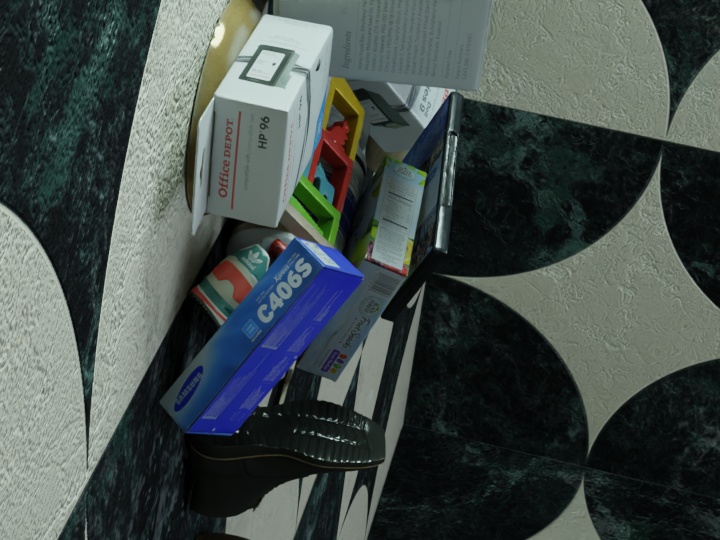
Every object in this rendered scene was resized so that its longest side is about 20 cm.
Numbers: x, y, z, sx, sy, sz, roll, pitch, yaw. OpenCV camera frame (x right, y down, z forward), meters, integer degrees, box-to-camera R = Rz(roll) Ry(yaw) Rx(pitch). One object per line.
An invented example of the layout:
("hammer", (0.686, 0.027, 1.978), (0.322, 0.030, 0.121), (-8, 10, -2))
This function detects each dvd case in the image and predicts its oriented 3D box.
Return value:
("dvd case", (0.063, -0.065, 1.722), (0.143, 0.017, 0.202), (127, -24, -53))

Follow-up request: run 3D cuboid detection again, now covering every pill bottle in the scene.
("pill bottle", (-0.057, -0.080, 1.717), (0.116, 0.115, 0.201), (91, 13, -58))

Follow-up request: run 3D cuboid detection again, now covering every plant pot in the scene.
("plant pot", (-0.114, -0.145, 1.511), (0.200, 0.027, 0.202), (13, 90, -83))

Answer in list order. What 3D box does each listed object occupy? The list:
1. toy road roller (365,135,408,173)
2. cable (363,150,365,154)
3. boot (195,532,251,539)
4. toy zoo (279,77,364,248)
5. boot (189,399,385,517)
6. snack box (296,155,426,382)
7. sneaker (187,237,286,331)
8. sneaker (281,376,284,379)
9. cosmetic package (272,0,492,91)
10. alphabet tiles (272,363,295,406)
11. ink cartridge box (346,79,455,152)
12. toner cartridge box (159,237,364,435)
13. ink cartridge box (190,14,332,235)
("toy road roller", (0.032, -0.232, 2.102), (0.201, 0.145, 0.123), (-60, 172, -31))
("cable", (-0.045, -0.088, 2.010), (0.200, 0.069, 0.202), (81, 23, -74))
("boot", (-0.165, 0.376, 1.842), (0.200, 0.073, 0.156), (-12, 114, -69))
("toy zoo", (-0.048, -0.132, 1.623), (0.131, 0.020, 0.202), (46, 48, -45))
("boot", (-0.080, 0.203, 1.736), (0.078, 0.198, 0.139), (-87, -174, -46))
("snack box", (0.000, 0.000, 1.728), (0.200, 0.053, 0.143), (123, -15, -47))
("sneaker", (-0.092, 0.019, 1.610), (0.093, 0.070, 0.200), (-44, 166, 5))
("sneaker", (-0.109, 0.053, 1.765), (0.200, 0.077, 0.113), (-179, -83, -86))
("cosmetic package", (0.023, -0.287, 1.556), (0.166, 0.198, 0.166), (96, -1, -47))
("alphabet tiles", (-0.077, 0.102, 1.820), (0.200, 0.006, 0.168), (112, -7, -62))
("ink cartridge box", (0.030, -0.249, 1.916), (0.200, 0.083, 0.147), (44, 53, -46))
("toner cartridge box", (-0.089, 0.063, 1.540), (0.200, 0.043, 0.095), (-50, 157, 10))
("ink cartridge box", (-0.082, -0.119, 1.424), (0.201, 0.067, 0.117), (-68, 168, -54))
